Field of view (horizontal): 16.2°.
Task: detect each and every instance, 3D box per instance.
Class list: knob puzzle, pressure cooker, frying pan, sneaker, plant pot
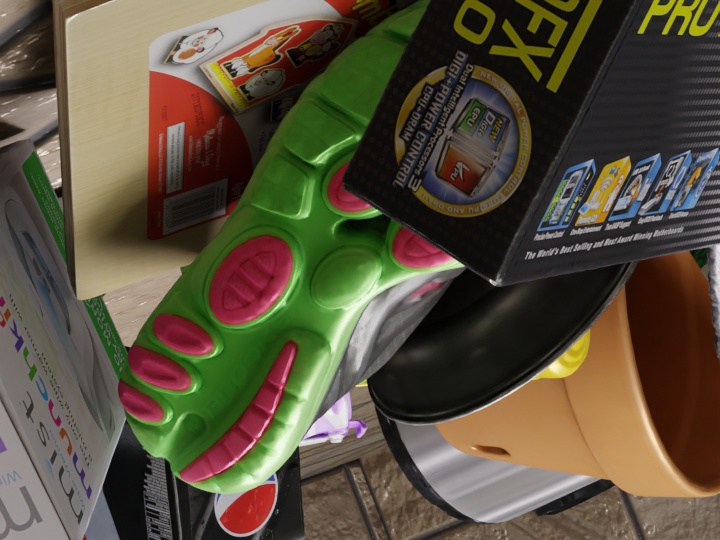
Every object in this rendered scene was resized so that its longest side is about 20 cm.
[{"bbox_3d":[0.006,-0.071,0.722,0.218,0.031,0.220,-21,159,-9],"label":"knob puzzle"},{"bbox_3d":[0.128,0.069,1.729,0.199,0.177,0.178,-28,155,34],"label":"pressure cooker"},{"bbox_3d":[0.038,-0.019,0.823,0.115,0.031,0.190,-38,-154,13],"label":"frying pan"},{"bbox_3d":[0.004,-0.019,0.728,0.200,0.077,0.084,-42,-175,29],"label":"sneaker"},{"bbox_3d":[0.114,0.024,1.342,0.139,0.202,0.200,-7,-179,27],"label":"plant pot"}]

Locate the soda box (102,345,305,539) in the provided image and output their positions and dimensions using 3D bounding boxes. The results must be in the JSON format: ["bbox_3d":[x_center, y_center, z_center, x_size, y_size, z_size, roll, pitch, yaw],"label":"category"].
[{"bbox_3d":[-0.113,0.071,1.068,0.070,0.064,0.199,-16,-160,-40],"label":"soda box"}]

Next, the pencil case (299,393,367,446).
[{"bbox_3d":[-0.098,0.101,1.639,0.199,0.086,0.084,-20,175,-8],"label":"pencil case"}]

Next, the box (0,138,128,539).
[{"bbox_3d":[-0.178,0.057,0.747,0.199,0.097,0.177,-22,-169,7],"label":"box"}]

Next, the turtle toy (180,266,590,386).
[{"bbox_3d":[0.000,0.000,1.061,0.145,0.102,0.199,2,-173,35],"label":"turtle toy"}]

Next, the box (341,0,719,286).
[{"bbox_3d":[0.087,-0.081,0.588,0.161,0.044,0.200,-63,159,16],"label":"box"}]

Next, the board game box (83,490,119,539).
[{"bbox_3d":[-0.157,0.139,1.041,0.041,0.201,0.200,-16,171,-36],"label":"board game box"}]

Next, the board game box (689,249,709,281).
[{"bbox_3d":[0.253,-0.048,1.237,0.200,0.105,0.023,-40,142,16],"label":"board game box"}]

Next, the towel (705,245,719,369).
[{"bbox_3d":[0.181,-0.048,0.803,0.165,0.201,0.085,-35,-142,-29],"label":"towel"}]

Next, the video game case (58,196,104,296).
[{"bbox_3d":[-0.182,0.020,0.981,0.199,0.024,0.182,-19,172,-22],"label":"video game case"}]
